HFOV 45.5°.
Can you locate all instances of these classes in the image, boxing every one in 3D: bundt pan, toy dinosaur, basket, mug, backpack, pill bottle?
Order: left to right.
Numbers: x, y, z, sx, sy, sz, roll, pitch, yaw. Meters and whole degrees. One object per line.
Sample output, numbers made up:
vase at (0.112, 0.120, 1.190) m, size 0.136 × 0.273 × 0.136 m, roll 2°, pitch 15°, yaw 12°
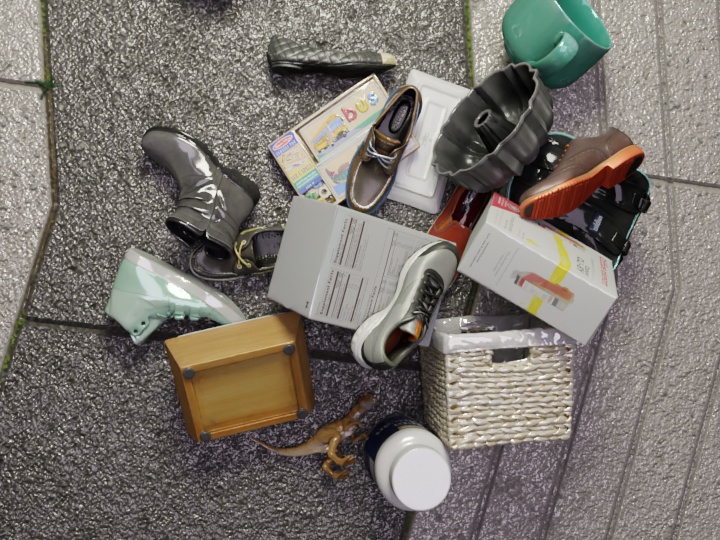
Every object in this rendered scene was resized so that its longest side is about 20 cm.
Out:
toy dinosaur at (-0.053, 0.259, 1.288) m, size 0.197 × 0.061 × 0.107 m, roll -27°, pitch 55°, yaw -5°
pill bottle at (0.068, 0.275, 1.223) m, size 0.108 × 0.200 × 0.114 m, roll 0°, pitch 89°, yaw -8°
basket at (0.193, 0.154, 1.243) m, size 0.193 × 0.200 × 0.165 m, roll -3°, pitch 92°, yaw -8°
bundt pan at (0.199, -0.197, 1.241) m, size 0.075 × 0.201 × 0.204 m, roll 36°, pitch 85°, yaw -25°
mug at (0.275, -0.347, 1.272) m, size 0.114 × 0.184 × 0.154 m, roll -40°, pitch 76°, yaw 35°
backpack at (0.305, -0.102, 1.282) m, size 0.197 × 0.153 × 0.179 m, roll 27°, pitch 89°, yaw -7°

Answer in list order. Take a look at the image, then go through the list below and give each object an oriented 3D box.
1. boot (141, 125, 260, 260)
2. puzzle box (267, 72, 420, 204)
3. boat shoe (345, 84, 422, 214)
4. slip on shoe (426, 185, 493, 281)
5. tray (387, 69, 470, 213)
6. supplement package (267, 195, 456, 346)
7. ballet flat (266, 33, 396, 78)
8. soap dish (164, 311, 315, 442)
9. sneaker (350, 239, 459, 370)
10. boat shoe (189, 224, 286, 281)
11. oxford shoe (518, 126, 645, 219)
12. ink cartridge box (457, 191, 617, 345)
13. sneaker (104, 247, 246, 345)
boot at (-0.247, -0.112, 1.224) m, size 0.197 × 0.070 × 0.133 m, roll 30°, pitch 53°, yaw -5°
puzzle box at (-0.025, -0.187, 1.293) m, size 0.198 × 0.025 × 0.134 m, roll -35°, pitch 88°, yaw -2°
boat shoe at (0.031, -0.179, 1.244) m, size 0.071 × 0.072 × 0.204 m, roll 21°, pitch 87°, yaw 0°
slip on shoe at (0.145, -0.056, 1.308) m, size 0.073 × 0.061 × 0.203 m, roll 28°, pitch 87°, yaw -8°
tray at (0.100, -0.200, 1.323) m, size 0.105 × 0.022 × 0.204 m, roll 17°, pitch 87°, yaw -8°
supplement package at (0.000, 0.000, 1.205) m, size 0.197 × 0.151 × 0.154 m, roll 15°, pitch 92°, yaw -30°
ballet flat at (-0.042, -0.323, 1.284) m, size 0.195 × 0.066 × 0.058 m, roll 2°, pitch 83°, yaw -8°
soap dish at (-0.166, 0.155, 1.229) m, size 0.195 × 0.081 × 0.161 m, roll -12°, pitch 117°, yaw -9°
sneaker at (0.073, 0.050, 1.122) m, size 0.074 × 0.079 × 0.202 m, roll 43°, pitch 76°, yaw -28°
boat shoe at (-0.157, -0.031, 1.267) m, size 0.197 × 0.061 × 0.073 m, roll -13°, pitch 91°, yaw -8°
oxford shoe at (0.292, -0.134, 1.185) m, size 0.197 × 0.072 × 0.073 m, roll -25°, pitch 63°, yaw -15°
ink cartridge box at (0.243, -0.007, 1.168) m, size 0.197 × 0.145 × 0.084 m, roll 31°, pitch 114°, yaw 2°
sneaker at (-0.271, 0.065, 1.249) m, size 0.198 × 0.074 × 0.120 m, roll 28°, pitch 93°, yaw -9°
